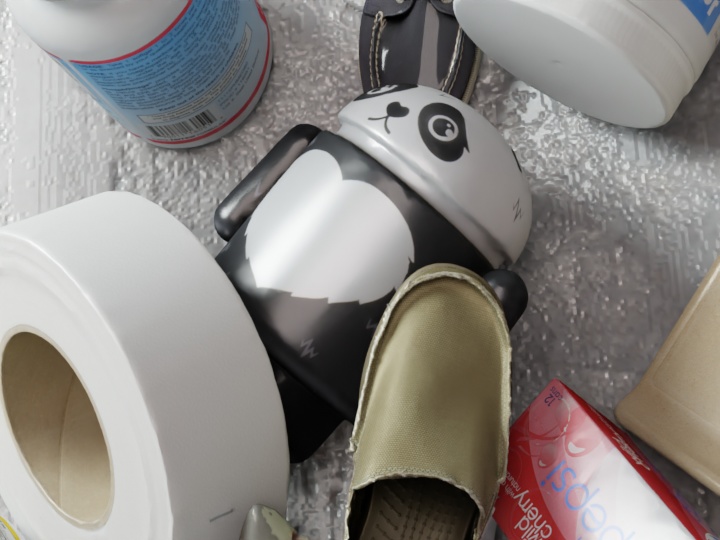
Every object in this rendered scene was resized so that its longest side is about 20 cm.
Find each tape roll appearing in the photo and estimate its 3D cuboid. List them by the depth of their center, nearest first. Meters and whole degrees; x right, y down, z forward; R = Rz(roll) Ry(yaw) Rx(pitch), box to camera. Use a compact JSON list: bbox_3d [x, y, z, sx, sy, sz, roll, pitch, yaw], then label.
[{"bbox_3d":[-0.123,0.066,0.778,0.071,0.203,0.203,-22,63,-37],"label":"tape roll"}]

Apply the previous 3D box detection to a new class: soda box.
[{"bbox_3d":[0.125,0.135,0.682,0.070,0.063,0.200,-48,37,7],"label":"soda box"}]

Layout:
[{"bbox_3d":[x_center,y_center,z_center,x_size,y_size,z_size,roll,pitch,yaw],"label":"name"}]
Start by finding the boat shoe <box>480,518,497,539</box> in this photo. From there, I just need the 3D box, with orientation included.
[{"bbox_3d":[0.016,0.164,0.744,0.073,0.065,0.201,-33,32,34],"label":"boat shoe"}]

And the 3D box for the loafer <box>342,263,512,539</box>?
[{"bbox_3d":[0.031,0.088,0.695,0.076,0.067,0.201,11,71,-4],"label":"loafer"}]

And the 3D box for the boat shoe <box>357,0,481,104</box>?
[{"bbox_3d":[0.032,-0.167,0.878,0.072,0.063,0.201,4,75,15],"label":"boat shoe"}]

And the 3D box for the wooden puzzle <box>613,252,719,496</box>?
[{"bbox_3d":[0.234,0.030,0.741,0.200,0.037,0.185,-55,38,1],"label":"wooden puzzle"}]

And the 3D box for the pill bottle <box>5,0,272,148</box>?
[{"bbox_3d":[-0.123,-0.148,0.839,0.108,0.200,0.109,-4,73,12],"label":"pill bottle"}]

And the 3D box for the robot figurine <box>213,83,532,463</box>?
[{"bbox_3d":[-0.002,-0.001,0.804,0.150,0.125,0.200,41,87,-5],"label":"robot figurine"}]

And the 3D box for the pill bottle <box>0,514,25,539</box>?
[{"bbox_3d":[-0.223,0.161,0.772,0.111,0.200,0.112,-3,73,11],"label":"pill bottle"}]

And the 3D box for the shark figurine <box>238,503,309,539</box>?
[{"bbox_3d":[-0.045,0.224,0.737,0.089,0.128,0.216,-8,76,9],"label":"shark figurine"}]

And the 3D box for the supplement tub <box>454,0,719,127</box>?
[{"bbox_3d":[0.150,-0.191,0.812,0.131,0.132,0.201,26,82,19],"label":"supplement tub"}]
